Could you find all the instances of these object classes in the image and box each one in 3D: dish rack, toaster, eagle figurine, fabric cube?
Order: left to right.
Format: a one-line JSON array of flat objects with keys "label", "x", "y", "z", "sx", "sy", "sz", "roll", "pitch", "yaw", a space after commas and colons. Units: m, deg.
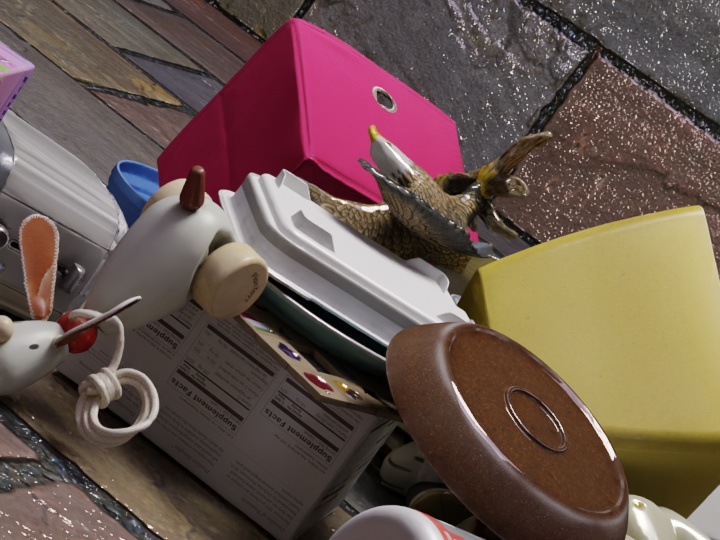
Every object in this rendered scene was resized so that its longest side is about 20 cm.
[{"label": "toaster", "x": -0.250, "y": -0.045, "z": 1.525, "sx": 0.129, "sy": 0.114, "sz": 0.200, "roll": 33, "pitch": 7, "yaw": -33}, {"label": "fabric cube", "x": -0.038, "y": -0.051, "z": 1.842, "sx": 0.196, "sy": 0.200, "sz": 0.200, "roll": 31, "pitch": 30, "yaw": -27}, {"label": "dish rack", "x": 0.000, "y": 0.000, "z": 1.500, "sx": 0.200, "sy": 0.044, "sz": 0.172, "roll": 33, "pitch": 10, "yaw": -18}, {"label": "eagle figurine", "x": 0.033, "y": -0.042, "z": 1.643, "sx": 0.151, "sy": 0.152, "sz": 0.200, "roll": 32, "pitch": 33, "yaw": 23}]

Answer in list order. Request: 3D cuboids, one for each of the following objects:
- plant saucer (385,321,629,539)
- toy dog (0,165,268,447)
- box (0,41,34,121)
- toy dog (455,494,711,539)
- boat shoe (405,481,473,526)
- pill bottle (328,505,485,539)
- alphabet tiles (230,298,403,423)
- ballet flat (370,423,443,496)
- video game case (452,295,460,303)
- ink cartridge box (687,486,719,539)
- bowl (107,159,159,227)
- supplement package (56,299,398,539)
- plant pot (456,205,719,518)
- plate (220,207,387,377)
[{"label": "plant saucer", "x": 0.101, "y": 0.103, "z": 1.373, "sx": 0.200, "sy": 0.034, "sz": 0.200, "roll": 36, "pitch": 24, "yaw": -19}, {"label": "toy dog", "x": -0.148, "y": 0.001, "z": 1.350, "sx": 0.132, "sy": 0.200, "sz": 0.097, "roll": 23, "pitch": -39, "yaw": 23}, {"label": "box", "x": -0.296, "y": -0.068, "z": 1.280, "sx": 0.097, "sy": 0.176, "sz": 0.200, "roll": 34, "pitch": 9, "yaw": -2}, {"label": "toy dog", "x": 0.132, "y": 0.204, "z": 1.501, "sx": 0.200, "sy": 0.140, "sz": 0.194, "roll": -1, "pitch": 54, "yaw": -56}, {"label": "boat shoe", "x": 0.121, "y": 0.211, "z": 1.652, "sx": 0.200, "sy": 0.072, "sz": 0.066, "roll": 28, "pitch": 16, "yaw": -15}, {"label": "pill bottle", "x": 0.070, "y": 0.221, "z": 1.300, "sx": 0.200, "sy": 0.116, "sz": 0.116, "roll": 27, "pitch": 13, "yaw": -39}, {"label": "alphabet tiles", "x": -0.024, "y": 0.051, "z": 1.469, "sx": 0.167, "sy": 0.008, "sz": 0.200, "roll": 42, "pitch": 12, "yaw": 33}, {"label": "ballet flat", "x": 0.020, "y": 0.142, "z": 1.729, "sx": 0.200, "sy": 0.068, "sz": 0.062, "roll": 36, "pitch": 37, "yaw": 24}, {"label": "video game case", "x": 0.059, "y": 0.073, "z": 1.936, "sx": 0.181, "sy": 0.023, "sz": 0.200, "roll": -10, "pitch": 25, "yaw": -15}, {"label": "ink cartridge box", "x": 0.234, "y": 0.180, "z": 1.876, "sx": 0.199, "sy": 0.084, "sz": 0.146, "roll": 14, "pitch": -9, "yaw": 17}, {"label": "bowl", "x": -0.148, "y": -0.028, "z": 1.989, "sx": 0.200, "sy": 0.039, "sz": 0.201, "roll": 34, "pitch": 10, "yaw": -7}, {"label": "supplement package", "x": -0.081, "y": 0.076, "z": 1.505, "sx": 0.200, "sy": 0.111, "sz": 0.156, "roll": 37, "pitch": 10, "yaw": 8}, {"label": "plant pot", "x": 0.165, "y": 0.084, "z": 1.661, "sx": 0.176, "sy": 0.200, "sz": 0.201, "roll": -2, "pitch": 64, "yaw": -14}, {"label": "plate", "x": -0.025, "y": 0.024, "z": 1.502, "sx": 0.200, "sy": 0.026, "sz": 0.200, "roll": 34, "pitch": 11, "yaw": -8}]
